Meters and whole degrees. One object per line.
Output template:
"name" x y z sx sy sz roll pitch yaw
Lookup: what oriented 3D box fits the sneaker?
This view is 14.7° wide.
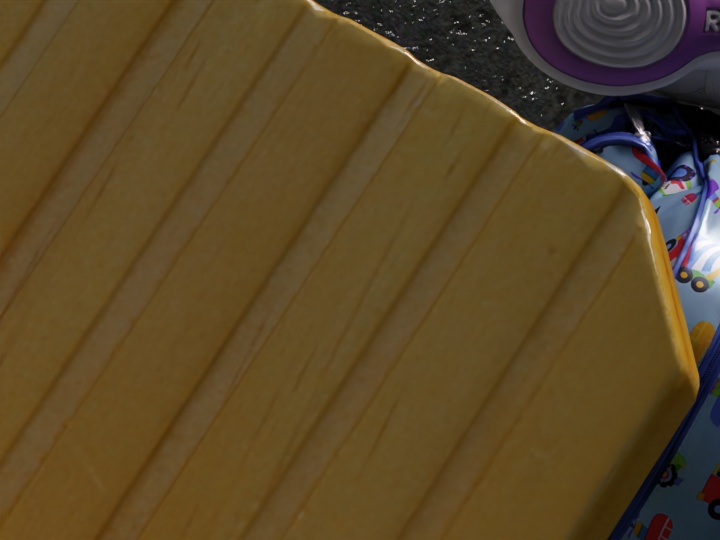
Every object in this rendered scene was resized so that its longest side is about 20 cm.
"sneaker" 0.139 -0.097 1.031 0.199 0.075 0.100 11 13 -18

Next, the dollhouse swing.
"dollhouse swing" -0.077 0.028 0.396 0.200 0.176 0.182 31 8 25

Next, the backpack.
"backpack" 0.105 0.037 0.997 0.134 0.183 0.200 29 12 -5
